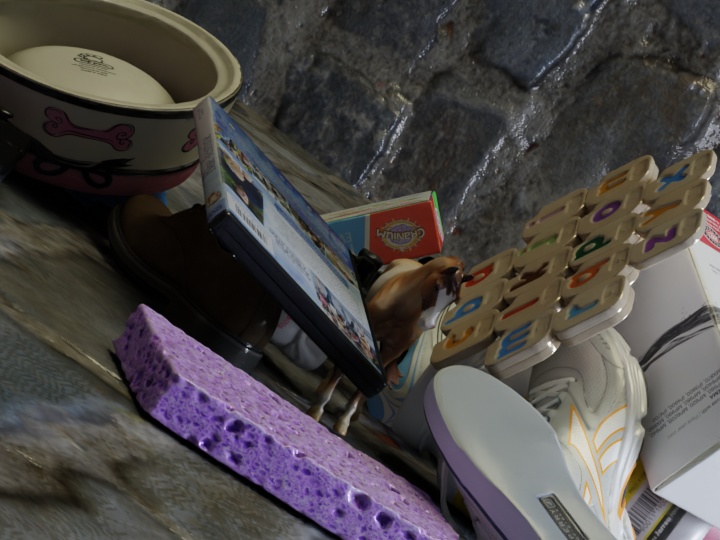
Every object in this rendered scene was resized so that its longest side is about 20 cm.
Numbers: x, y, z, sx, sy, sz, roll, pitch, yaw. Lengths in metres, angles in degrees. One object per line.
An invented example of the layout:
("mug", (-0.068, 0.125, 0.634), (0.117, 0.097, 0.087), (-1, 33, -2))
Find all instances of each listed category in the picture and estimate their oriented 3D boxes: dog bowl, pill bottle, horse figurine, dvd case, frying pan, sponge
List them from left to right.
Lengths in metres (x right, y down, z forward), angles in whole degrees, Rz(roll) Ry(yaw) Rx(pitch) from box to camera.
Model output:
("dog bowl", (-0.181, -0.119, 1.558), (0.199, 0.074, 0.200), (14, 25, -7))
("dvd case", (-0.044, -0.017, 1.396), (0.143, 0.018, 0.200), (48, 10, -22))
("sponge", (-0.033, 0.095, 1.206), (0.200, 0.030, 0.112), (35, 5, -20))
("frying pan", (0.013, 0.009, 1.620), (0.115, 0.031, 0.190), (34, 1, -22))
("horse figurine", (0.018, 0.038, 1.490), (0.050, 0.133, 0.200), (34, 4, 2))
("pill bottle", (0.122, 0.128, 1.496), (0.200, 0.113, 0.112), (38, 5, 11))

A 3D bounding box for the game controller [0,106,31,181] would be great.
("game controller", (-0.244, -0.086, 1.358), (0.104, 0.042, 0.200), (36, 4, -7))

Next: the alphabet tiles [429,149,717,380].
("alphabet tiles", (0.133, -0.004, 1.454), (0.015, 0.195, 0.200), (54, 26, -18))

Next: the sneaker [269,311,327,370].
("sneaker", (-0.076, -0.008, 1.563), (0.099, 0.078, 0.200), (33, 0, -27))

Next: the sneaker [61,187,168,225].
("sneaker", (-0.165, -0.077, 1.630), (0.066, 0.079, 0.200), (36, 6, -29))

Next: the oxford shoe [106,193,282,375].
("oxford shoe", (-0.093, -0.009, 1.453), (0.072, 0.085, 0.200), (30, 6, -37))

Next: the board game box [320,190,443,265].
("board game box", (-0.013, -0.023, 1.826), (0.200, 0.152, 0.041), (-53, 130, -85))

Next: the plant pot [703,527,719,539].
("plant pot", (0.187, 0.124, 1.651), (0.179, 0.200, 0.200), (52, 3, -6))

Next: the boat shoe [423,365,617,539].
("boat shoe", (0.085, 0.147, 1.287), (0.074, 0.086, 0.202), (-6, 47, -40))

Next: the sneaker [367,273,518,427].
("sneaker", (0.065, 0.049, 1.671), (0.072, 0.072, 0.200), (11, 30, 21))

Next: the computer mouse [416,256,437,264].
("computer mouse", (0.073, 0.080, 1.773), (0.200, 0.110, 0.044), (44, 8, -21))

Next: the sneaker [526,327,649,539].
("sneaker", (0.113, 0.107, 1.379), (0.092, 0.076, 0.201), (24, 54, -35))

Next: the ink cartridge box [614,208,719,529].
("ink cartridge box", (0.231, 0.067, 1.474), (0.144, 0.084, 0.201), (30, 32, -35))
